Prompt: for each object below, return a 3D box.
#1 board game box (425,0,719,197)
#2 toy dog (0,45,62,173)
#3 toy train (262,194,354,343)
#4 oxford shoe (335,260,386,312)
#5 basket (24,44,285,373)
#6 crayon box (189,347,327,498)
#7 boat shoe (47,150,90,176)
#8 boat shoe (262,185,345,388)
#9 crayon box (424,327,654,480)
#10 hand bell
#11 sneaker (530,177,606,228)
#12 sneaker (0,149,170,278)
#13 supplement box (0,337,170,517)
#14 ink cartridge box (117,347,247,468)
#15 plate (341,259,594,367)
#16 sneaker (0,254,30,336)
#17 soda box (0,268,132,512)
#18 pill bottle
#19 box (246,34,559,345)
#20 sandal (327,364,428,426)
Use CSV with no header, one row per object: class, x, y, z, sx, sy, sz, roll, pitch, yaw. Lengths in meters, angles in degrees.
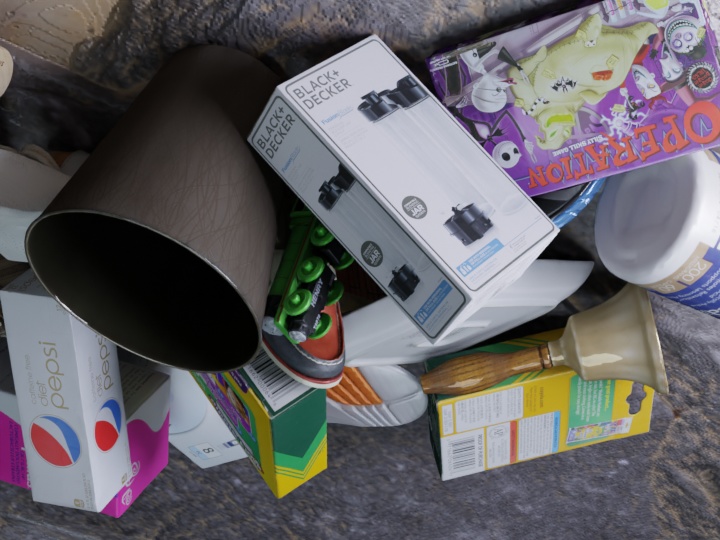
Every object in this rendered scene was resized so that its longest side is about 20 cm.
board game box,0.155,-0.124,1.019,0.198,0.032,0.121,-15,108,26
toy dog,-0.314,-0.108,1.092,0.131,0.096,0.201,22,143,37
toy train,-0.027,-0.033,1.076,0.056,0.201,0.042,-4,142,35
oxford shoe,0.000,0.000,1.225,0.198,0.072,0.074,-3,165,14
basket,-0.126,-0.057,1.050,0.180,0.201,0.136,33,137,-19
crayon box,-0.104,0.068,1.201,0.058,0.200,0.173,-31,156,-16
boat shoe,-0.233,-0.020,1.231,0.068,0.075,0.201,20,133,18
boat shoe,-0.051,-0.002,1.120,0.071,0.201,0.063,7,136,-32
crayon box,0.159,0.113,1.294,0.198,0.052,0.126,-12,140,-4
hand bell,0.147,0.071,1.206,0.198,0.105,0.105,-13,137,9
sneaker,0.103,-0.057,1.111,0.198,0.071,0.083,-24,101,19
sneaker,-0.225,-0.029,1.102,0.199,0.076,0.088,22,140,-28
supplement box,-0.284,0.135,1.340,0.198,0.103,0.102,13,118,16
ink cartridge box,-0.121,0.113,1.381,0.198,0.048,0.160,-17,133,31
plate,0.069,0.040,1.189,0.198,0.033,0.199,-25,164,35
sneaker,-0.320,0.014,1.279,0.070,0.076,0.199,-28,129,36
soda box,-0.242,0.097,1.207,0.067,0.064,0.202,7,117,20
pill bottle,0.281,-0.018,1.087,0.199,0.112,0.111,20,141,-30
box,0.029,-0.060,1.020,0.200,0.116,0.060,48,139,11
sandal,-0.028,0.096,1.320,0.205,0.059,0.080,-6,126,33
